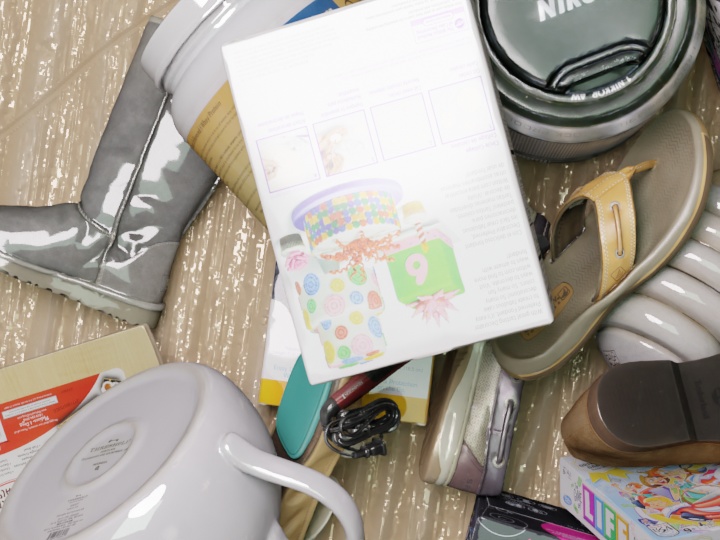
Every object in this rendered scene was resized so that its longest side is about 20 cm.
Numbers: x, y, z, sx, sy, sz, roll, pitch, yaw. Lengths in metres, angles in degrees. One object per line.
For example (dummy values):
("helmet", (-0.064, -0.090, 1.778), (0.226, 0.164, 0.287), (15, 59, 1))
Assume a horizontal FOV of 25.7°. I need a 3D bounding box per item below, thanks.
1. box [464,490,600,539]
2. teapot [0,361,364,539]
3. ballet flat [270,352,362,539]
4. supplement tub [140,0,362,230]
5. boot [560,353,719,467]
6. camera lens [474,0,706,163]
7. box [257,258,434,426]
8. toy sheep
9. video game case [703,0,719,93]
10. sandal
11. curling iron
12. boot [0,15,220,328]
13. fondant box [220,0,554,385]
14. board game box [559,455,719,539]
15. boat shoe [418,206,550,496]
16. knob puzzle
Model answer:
("box", (0.157, 0.230, 1.029), (0.198, 0.132, 0.116), (16, 92, 5))
("teapot", (-0.118, 0.164, 0.995), (0.197, 0.200, 0.146), (-40, 114, -7))
("ballet flat", (-0.035, 0.125, 1.061), (0.063, 0.069, 0.201), (13, 117, -29))
("supplement tub", (-0.029, -0.098, 1.005), (0.145, 0.145, 0.200), (-43, 88, 1))
("boot", (0.219, 0.093, 0.987), (0.198, 0.075, 0.074), (4, 66, -19))
("camera lens", (0.130, -0.154, 1.009), (0.158, 0.200, 0.162), (0, 88, 4))
("box", (0.000, 0.000, 1.094), (0.118, 0.041, 0.202), (7, 86, 4))
("toy sheep", (0.216, 0.017, 1.036), (0.137, 0.138, 0.201), (28, 73, 4))
("video game case", (0.258, -0.114, 0.967), (0.036, 0.201, 0.182), (-27, 42, 3))
("sandal", (0.146, -0.019, 0.986), (0.200, 0.080, 0.054), (-49, 129, 7))
("curling iron", (0.049, 0.046, 1.015), (0.200, 0.026, 0.050), (-45, 116, -15))
("boot", (-0.175, -0.081, 1.091), (0.180, 0.073, 0.202), (20, 96, -10))
("fondant box", (0.017, -0.051, 0.900), (0.143, 0.058, 0.202), (-15, 91, 8))
("board game box", (0.243, 0.140, 0.995), (0.198, 0.134, 0.035), (-9, 107, -17))
("boat shoe", (0.096, 0.055, 1.064), (0.064, 0.072, 0.202), (21, 73, -6))
("knob puzzle", (-0.194, 0.155, 1.103), (0.217, 0.030, 0.222), (1, 97, 8))
